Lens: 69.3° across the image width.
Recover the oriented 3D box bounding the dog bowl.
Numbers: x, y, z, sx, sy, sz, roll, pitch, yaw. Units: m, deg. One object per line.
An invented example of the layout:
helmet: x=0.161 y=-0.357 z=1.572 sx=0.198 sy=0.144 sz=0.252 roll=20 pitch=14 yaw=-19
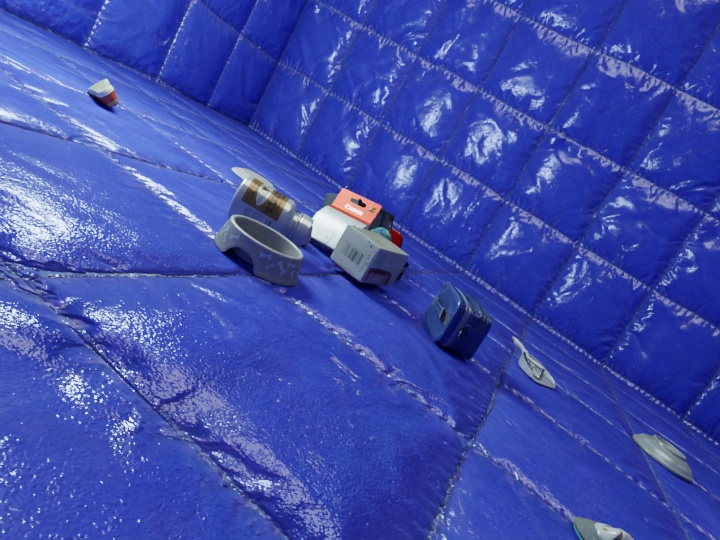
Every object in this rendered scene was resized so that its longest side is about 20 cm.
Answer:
dog bowl: x=-0.207 y=-0.047 z=1.098 sx=0.197 sy=0.060 sz=0.200 roll=31 pitch=10 yaw=-6

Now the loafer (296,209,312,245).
loafer: x=-0.201 y=-0.146 z=1.501 sx=0.199 sy=0.071 sz=0.069 roll=40 pitch=14 yaw=34

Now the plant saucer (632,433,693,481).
plant saucer: x=0.967 y=0.577 z=1.651 sx=0.197 sy=0.051 sz=0.200 roll=32 pitch=11 yaw=-7

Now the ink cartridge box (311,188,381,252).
ink cartridge box: x=-0.054 y=-0.151 z=1.556 sx=0.160 sy=0.203 sz=0.057 roll=27 pitch=-11 yaw=26

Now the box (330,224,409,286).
box: x=0.029 y=-0.039 z=1.472 sx=0.127 sy=0.111 sz=0.198 roll=37 pitch=13 yaw=27

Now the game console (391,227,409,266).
game console: x=0.123 y=-0.125 z=2.172 sx=0.199 sy=0.121 sz=0.171 roll=40 pitch=14 yaw=33

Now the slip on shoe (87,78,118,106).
slip on shoe: x=-0.814 y=-0.561 z=1.654 sx=0.199 sy=0.074 sz=0.062 roll=35 pitch=-24 yaw=46

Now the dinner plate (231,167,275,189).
dinner plate: x=-0.386 y=-0.337 z=1.937 sx=0.197 sy=0.025 sz=0.201 roll=32 pitch=12 yaw=-7

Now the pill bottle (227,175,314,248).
pill bottle: x=-0.220 y=-0.137 z=1.297 sx=0.197 sy=0.116 sz=0.115 roll=30 pitch=11 yaw=-9

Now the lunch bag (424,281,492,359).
lunch bag: x=0.249 y=0.130 z=1.379 sx=0.130 sy=0.138 sz=0.201 roll=28 pitch=13 yaw=-11

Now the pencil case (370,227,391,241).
pencil case: x=0.007 y=-0.088 z=1.645 sx=0.197 sy=0.086 sz=0.093 roll=-8 pitch=55 yaw=-45

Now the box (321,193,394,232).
box: x=-0.016 y=-0.184 z=1.895 sx=0.194 sy=0.127 sz=0.197 roll=19 pitch=-3 yaw=-42

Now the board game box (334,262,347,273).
board game box: x=0.000 y=0.000 z=1.561 sx=0.102 sy=0.020 sz=0.199 roll=37 pitch=12 yaw=15

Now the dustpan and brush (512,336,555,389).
dustpan and brush: x=0.550 y=0.292 z=1.703 sx=0.137 sy=0.058 sz=0.200 roll=24 pitch=14 yaw=-36

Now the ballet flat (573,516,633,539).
ballet flat: x=0.367 y=0.403 z=0.724 sx=0.066 sy=0.065 sz=0.200 roll=29 pitch=11 yaw=-10

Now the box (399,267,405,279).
box: x=0.052 y=-0.037 z=1.785 sx=0.198 sy=0.050 sz=0.159 roll=34 pitch=9 yaw=12
